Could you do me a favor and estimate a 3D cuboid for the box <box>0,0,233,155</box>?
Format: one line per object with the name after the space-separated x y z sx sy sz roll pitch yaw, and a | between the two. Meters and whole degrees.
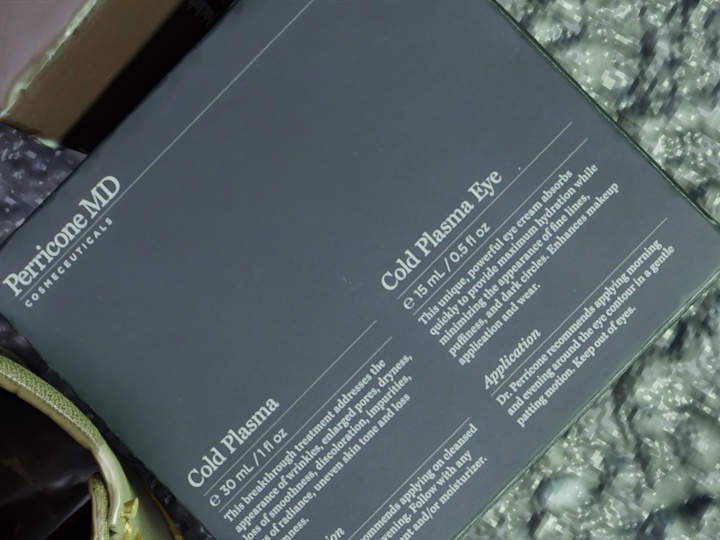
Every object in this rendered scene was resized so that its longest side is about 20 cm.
-0.103 -0.170 0.772 0.164 0.166 0.200 41 91 4 | box

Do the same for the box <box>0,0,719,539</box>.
0.000 0.000 0.788 0.200 0.104 0.182 -44 86 2 | box

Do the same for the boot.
-0.090 0.106 0.762 0.073 0.155 0.201 -36 91 -9 | boot
